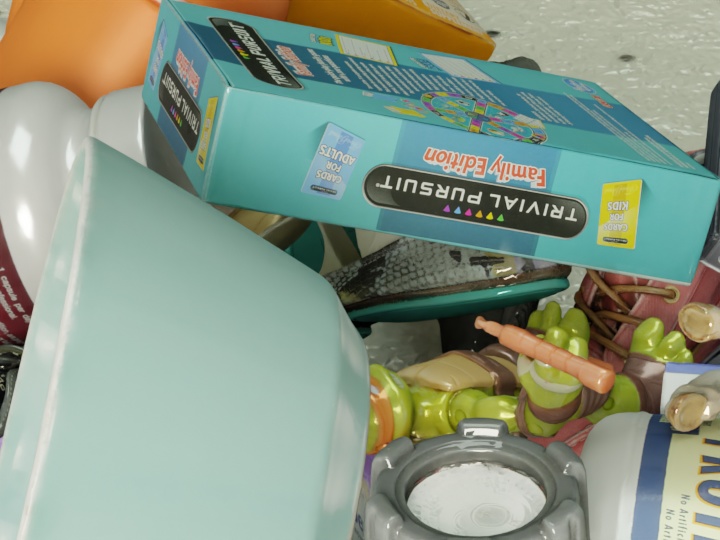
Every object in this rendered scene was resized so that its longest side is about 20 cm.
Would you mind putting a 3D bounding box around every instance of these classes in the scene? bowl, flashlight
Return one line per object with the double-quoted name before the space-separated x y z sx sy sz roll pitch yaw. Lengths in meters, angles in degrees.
"bowl" -0.061 0.065 0.750 0.105 0.201 0.201 12 30 -11
"flashlight" 0.036 0.143 0.697 0.067 0.201 0.068 -2 32 4

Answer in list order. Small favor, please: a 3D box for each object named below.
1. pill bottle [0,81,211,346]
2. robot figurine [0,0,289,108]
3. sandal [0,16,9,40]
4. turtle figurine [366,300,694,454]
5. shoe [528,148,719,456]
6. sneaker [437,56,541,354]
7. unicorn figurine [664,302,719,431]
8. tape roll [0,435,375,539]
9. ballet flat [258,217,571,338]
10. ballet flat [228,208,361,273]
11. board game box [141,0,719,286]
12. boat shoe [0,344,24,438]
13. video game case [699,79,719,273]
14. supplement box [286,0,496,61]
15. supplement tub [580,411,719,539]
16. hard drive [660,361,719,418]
"pill bottle" -0.172 -0.018 1.021 0.199 0.113 0.113 -12 30 14
"robot figurine" -0.111 -0.105 1.113 0.116 0.200 0.144 29 10 -24
"sandal" -0.121 -0.112 1.256 0.202 0.050 0.082 -4 19 -39
"turtle figurine" 0.050 0.047 0.850 0.161 0.065 0.200 -6 -1 -45
"shoe" 0.108 0.023 0.985 0.071 0.091 0.200 21 40 34
"sneaker" 0.037 -0.023 1.051 0.090 0.076 0.200 8 42 -7
"unicorn figurine" 0.169 0.020 0.765 0.137 0.074 0.200 -10 33 -40
"tape roll" -0.061 0.120 0.874 0.199 0.066 0.200 -2 32 1
"ballet flat" 0.000 0.000 0.970 0.200 0.072 0.072 -20 17 40
"ballet flat" 0.009 -0.049 1.138 0.200 0.069 0.063 -29 25 -37
"board game box" 0.023 -0.053 0.930 0.199 0.047 0.151 9 16 -17
"boat shoe" -0.154 0.065 0.976 0.200 0.057 0.069 -27 39 -32
"video game case" 0.235 0.000 0.987 0.199 0.019 0.143 29 33 -7
"supplement box" -0.026 -0.156 1.249 0.126 0.074 0.200 22 20 -31
"supplement tub" 0.170 0.125 0.765 0.199 0.146 0.145 3 33 11
"hard drive" 0.212 0.081 0.847 0.199 0.132 0.025 4 58 11
